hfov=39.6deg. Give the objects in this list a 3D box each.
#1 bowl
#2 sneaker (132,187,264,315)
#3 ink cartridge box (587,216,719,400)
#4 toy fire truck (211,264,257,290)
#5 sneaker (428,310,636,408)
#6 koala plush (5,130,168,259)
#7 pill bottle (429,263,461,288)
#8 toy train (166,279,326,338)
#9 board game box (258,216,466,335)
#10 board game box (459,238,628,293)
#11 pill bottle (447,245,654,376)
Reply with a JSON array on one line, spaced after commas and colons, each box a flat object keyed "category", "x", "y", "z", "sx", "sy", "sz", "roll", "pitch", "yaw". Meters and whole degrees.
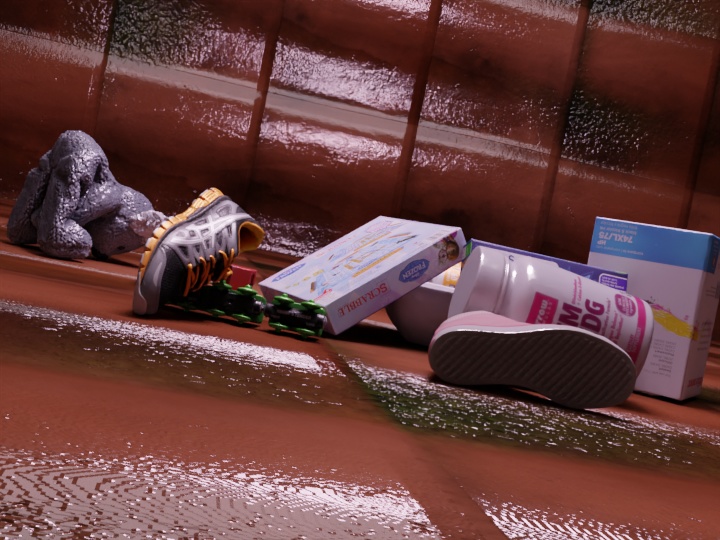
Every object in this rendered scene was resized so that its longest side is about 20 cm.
[{"category": "bowl", "x": 0.122, "y": 0.061, "z": 1.293, "sx": 0.197, "sy": 0.076, "sz": 0.200, "roll": 11, "pitch": 3, "yaw": -4}, {"category": "sneaker", "x": -0.166, "y": -0.016, "z": 1.026, "sx": 0.077, "sy": 0.079, "sz": 0.200, "roll": 28, "pitch": 40, "yaw": 6}, {"category": "ink cartridge box", "x": 0.365, "y": 0.048, "z": 1.262, "sx": 0.145, "sy": 0.203, "sz": 0.146, "roll": 11, "pitch": 2, "yaw": 28}, {"category": "toy fire truck", "x": -0.210, "y": 0.005, "z": 1.296, "sx": 0.139, "sy": 0.049, "sz": 0.200, "roll": 12, "pitch": 1, "yaw": -10}, {"category": "sneaker", "x": 0.163, "y": 0.081, "z": 0.980, "sx": 0.198, "sy": 0.076, "sz": 0.105, "roll": 7, "pitch": 7, "yaw": 1}, {"category": "koala plush", "x": -0.384, "y": -0.090, "z": 1.489, "sx": 0.199, "sy": 0.186, "sz": 0.176, "roll": 25, "pitch": -7, "yaw": -42}, {"category": "pill bottle", "x": 0.196, "y": 0.047, "z": 1.486, "sx": 0.197, "sy": 0.118, "sz": 0.116, "roll": 11, "pitch": 2, "yaw": 0}, {"category": "toy train", "x": -0.131, "y": 0.037, "z": 1.073, "sx": 0.198, "sy": 0.042, "sz": 0.056, "roll": 12, "pitch": -7, "yaw": 6}, {"category": "board game box", "x": 0.000, "y": 0.000, "z": 1.226, "sx": 0.199, "sy": 0.042, "sz": 0.199, "roll": -29, "pitch": 19, "yaw": -21}, {"category": "board game box", "x": 0.208, "y": 0.051, "z": 1.157, "sx": 0.198, "sy": 0.137, "sz": 0.034, "roll": 13, "pitch": -16, "yaw": -10}, {"category": "pill bottle", "x": 0.201, "y": 0.053, "z": 1.076, "sx": 0.198, "sy": 0.115, "sz": 0.113, "roll": 20, "pitch": 1, "yaw": -6}]
